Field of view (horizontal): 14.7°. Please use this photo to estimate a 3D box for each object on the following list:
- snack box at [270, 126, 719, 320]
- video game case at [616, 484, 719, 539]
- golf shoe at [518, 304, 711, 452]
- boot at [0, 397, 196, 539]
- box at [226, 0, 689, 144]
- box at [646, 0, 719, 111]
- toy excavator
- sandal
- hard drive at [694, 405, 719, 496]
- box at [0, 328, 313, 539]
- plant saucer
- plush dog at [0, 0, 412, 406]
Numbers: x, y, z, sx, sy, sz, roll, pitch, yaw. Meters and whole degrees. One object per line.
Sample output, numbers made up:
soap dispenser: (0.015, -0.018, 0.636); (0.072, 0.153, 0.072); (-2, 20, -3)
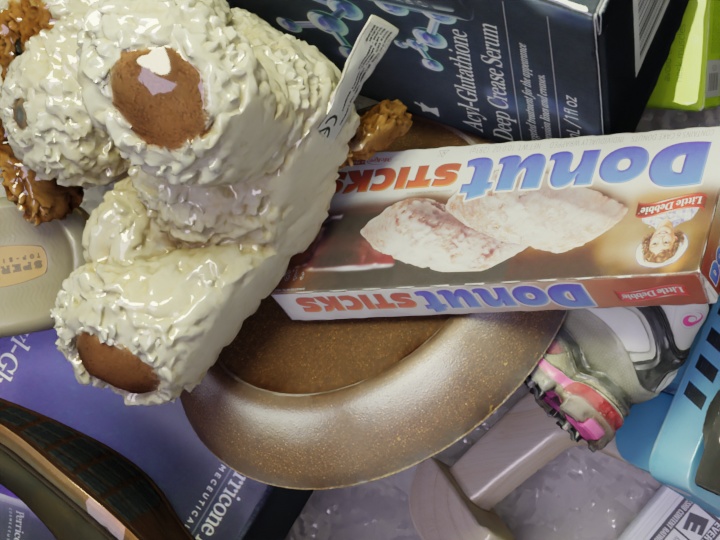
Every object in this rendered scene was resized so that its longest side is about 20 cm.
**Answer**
snack box: (0.059, -0.018, 1.136); (0.199, 0.024, 0.072); (-3, 54, 32)
video game case: (0.160, 0.215, 1.282); (0.182, 0.022, 0.200); (40, 106, 9)
golf shoe: (0.079, -0.003, 1.225); (0.092, 0.073, 0.200); (-44, 44, -2)
boot: (-0.113, 0.142, 1.219); (0.200, 0.075, 0.097); (36, 102, 8)
box: (0.028, -0.142, 1.144); (0.199, 0.149, 0.107); (20, 71, 15)
box: (0.063, -0.138, 1.252); (0.199, 0.048, 0.123); (4, 96, 16)
toy excavator: (0.134, 0.063, 1.232); (0.199, 0.100, 0.195); (20, 83, 42)
sandal: (-0.211, 0.011, 1.243); (0.199, 0.054, 0.081); (-13, 92, 17)
hard drive: (0.233, 0.044, 1.144); (0.038, 0.199, 0.140); (23, 95, 48)
box: (-0.128, 0.082, 1.310); (0.199, 0.104, 0.148); (33, 105, 11)
plant saucer: (0.000, 0.000, 1.201); (0.199, 0.032, 0.201); (-18, 47, 20)
plush dog: (-0.089, -0.074, 1.150); (0.171, 0.160, 0.201); (35, 138, 23)
